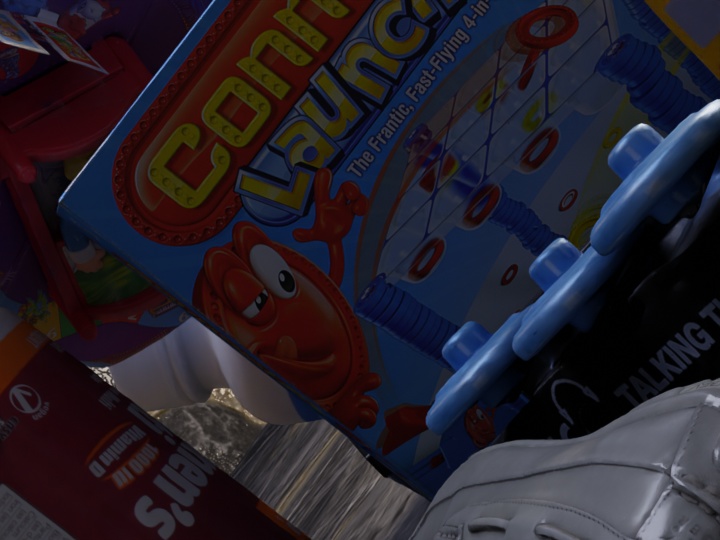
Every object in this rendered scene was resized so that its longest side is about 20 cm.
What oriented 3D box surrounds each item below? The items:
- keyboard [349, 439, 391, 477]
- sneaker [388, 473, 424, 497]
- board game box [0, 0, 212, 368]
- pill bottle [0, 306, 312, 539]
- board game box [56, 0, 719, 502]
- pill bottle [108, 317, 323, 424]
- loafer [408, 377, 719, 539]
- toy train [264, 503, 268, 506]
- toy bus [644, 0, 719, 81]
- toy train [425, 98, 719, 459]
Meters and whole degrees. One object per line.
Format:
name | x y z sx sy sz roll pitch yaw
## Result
keyboard | 0.065 0.010 1.145 0.200 0.040 0.104 -45 25 -1
sneaker | 0.039 0.054 0.849 0.200 0.074 0.083 73 -168 -67
board game box | -0.089 -0.024 0.782 0.200 0.039 0.158 9 -60 -42
pill bottle | -0.071 0.111 0.761 0.110 0.200 0.110 -53 2 2
board game box | 0.044 -0.037 0.729 0.200 0.196 0.056 -53 6 -4
pill bottle | 0.000 0.000 0.946 0.199 0.113 0.112 -11 10 8
loafer | 0.044 0.079 0.570 0.070 0.070 0.200 -44 -1 -26
toy train | -0.074 0.178 0.845 0.200 0.150 0.056 -45 -12 -3
toy bus | 0.162 -0.113 0.702 0.200 0.078 0.065 -40 -7 -46
toy train | 0.095 0.004 0.614 0.114 0.087 0.200 -43 -6 -34
